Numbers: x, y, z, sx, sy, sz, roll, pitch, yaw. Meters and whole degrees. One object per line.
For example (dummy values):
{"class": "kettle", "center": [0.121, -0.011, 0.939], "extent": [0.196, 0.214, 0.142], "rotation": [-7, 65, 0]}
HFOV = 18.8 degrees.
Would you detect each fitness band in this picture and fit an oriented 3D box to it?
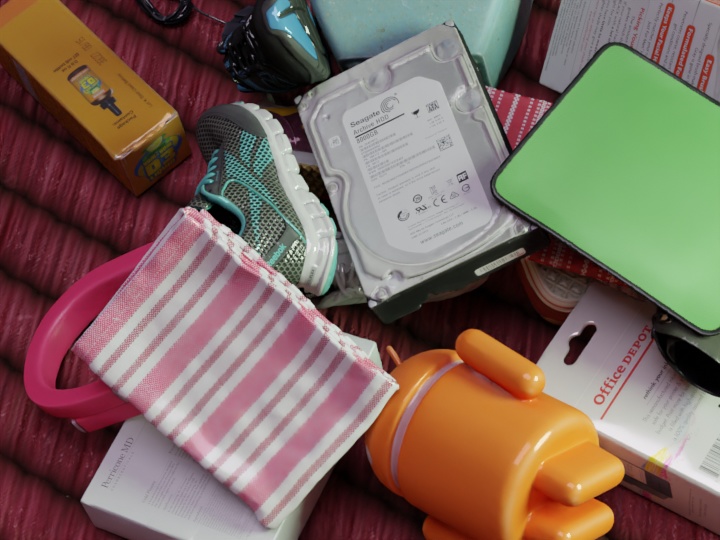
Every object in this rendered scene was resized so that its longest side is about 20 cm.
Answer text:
{"class": "fitness band", "center": [-0.167, 0.044, 1.637], "extent": [0.200, 0.037, 0.144], "rotation": [-21, 42, 27]}

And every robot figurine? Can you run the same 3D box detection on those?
{"class": "robot figurine", "center": [0.085, 0.129, 1.528], "extent": [0.200, 0.144, 0.117], "rotation": [27, 68, 33]}

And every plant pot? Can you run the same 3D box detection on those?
{"class": "plant pot", "center": [0.046, -0.245, 1.744], "extent": [0.196, 0.196, 0.200], "rotation": [-1, 78, 8]}

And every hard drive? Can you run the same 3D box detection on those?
{"class": "hard drive", "center": [0.043, -0.075, 1.604], "extent": [0.140, 0.038, 0.200], "rotation": [-25, 58, 10]}

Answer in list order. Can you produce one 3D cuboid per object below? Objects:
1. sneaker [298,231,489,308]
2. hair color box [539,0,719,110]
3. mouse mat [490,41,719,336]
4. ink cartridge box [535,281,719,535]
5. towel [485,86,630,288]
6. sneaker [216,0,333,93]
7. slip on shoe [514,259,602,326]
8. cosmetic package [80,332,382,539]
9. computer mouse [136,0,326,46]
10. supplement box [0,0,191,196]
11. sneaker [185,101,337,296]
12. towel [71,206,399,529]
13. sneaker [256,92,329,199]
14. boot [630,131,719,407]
{"class": "sneaker", "center": [0.000, 0.000, 1.649], "extent": [0.200, 0.075, 0.081], "rotation": [-2, 18, 13]}
{"class": "hair color box", "center": [0.236, -0.161, 1.645], "extent": [0.064, 0.111, 0.200], "rotation": [0, 22, -41]}
{"class": "mouse mat", "center": [0.213, -0.061, 1.538], "extent": [0.200, 0.008, 0.161], "rotation": [35, 71, 16]}
{"class": "ink cartridge box", "center": [0.228, 0.103, 1.568], "extent": [0.200, 0.067, 0.117], "rotation": [27, 65, 22]}
{"class": "towel", "center": [0.156, -0.061, 1.638], "extent": [0.200, 0.022, 0.145], "rotation": [15, 58, 6]}
{"class": "sneaker", "center": [-0.068, -0.167, 1.681], "extent": [0.082, 0.200, 0.073], "rotation": [-17, 84, 2]}
{"class": "slip on shoe", "center": [0.134, -0.044, 1.674], "extent": [0.074, 0.061, 0.200], "rotation": [-10, 59, -11]}
{"class": "cosmetic package", "center": [-0.093, 0.122, 1.615], "extent": [0.151, 0.052, 0.200], "rotation": [20, 64, 18]}
{"class": "computer mouse", "center": [-0.116, -0.217, 1.837], "extent": [0.200, 0.034, 0.059], "rotation": [24, 66, 22]}
{"class": "supplement box", "center": [-0.227, -0.151, 1.795], "extent": [0.067, 0.069, 0.200], "rotation": [-39, 59, -14]}
{"class": "sneaker", "center": [-0.091, -0.057, 1.604], "extent": [0.091, 0.078, 0.200], "rotation": [-5, 39, -27]}
{"class": "towel", "center": [-0.091, 0.069, 1.528], "extent": [0.200, 0.030, 0.146], "rotation": [41, 106, 7]}
{"class": "sneaker", "center": [0.000, -0.098, 1.723], "extent": [0.200, 0.075, 0.090], "rotation": [10, 61, 13]}
{"class": "boot", "center": [0.220, -0.008, 1.543], "extent": [0.200, 0.077, 0.138], "rotation": [36, 54, 14]}
